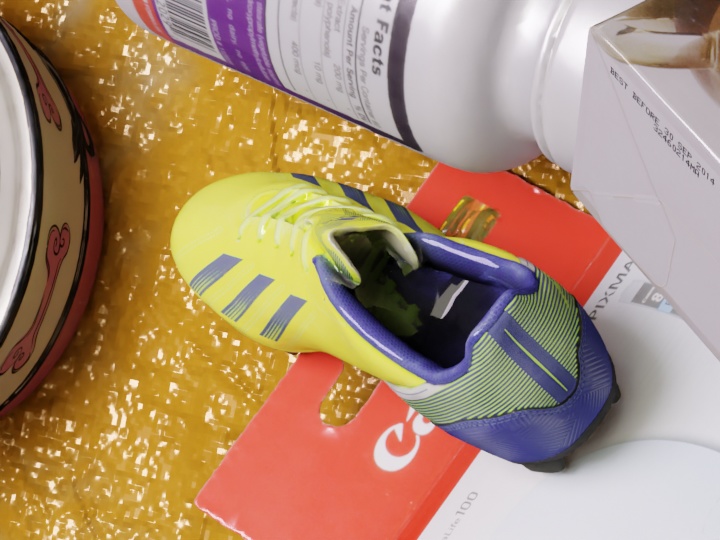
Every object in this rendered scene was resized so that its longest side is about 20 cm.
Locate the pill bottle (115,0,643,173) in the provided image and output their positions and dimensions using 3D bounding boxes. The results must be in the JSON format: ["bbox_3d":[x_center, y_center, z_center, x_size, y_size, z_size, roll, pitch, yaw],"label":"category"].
[{"bbox_3d":[0.021,-0.099,0.943,0.200,0.111,0.112,25,94,29],"label":"pill bottle"}]

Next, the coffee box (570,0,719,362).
[{"bbox_3d":[0.174,-0.051,0.810,0.200,0.080,0.113,-28,60,-19],"label":"coffee box"}]

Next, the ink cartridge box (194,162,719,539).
[{"bbox_3d":[0.059,0.050,0.905,0.200,0.047,0.160,29,75,28],"label":"ink cartridge box"}]

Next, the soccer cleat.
[{"bbox_3d":[0.001,-0.001,0.908,0.200,0.084,0.065,27,75,46],"label":"soccer cleat"}]

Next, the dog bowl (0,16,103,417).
[{"bbox_3d":[-0.183,-0.018,1.062,0.200,0.074,0.201,-4,81,27],"label":"dog bowl"}]
